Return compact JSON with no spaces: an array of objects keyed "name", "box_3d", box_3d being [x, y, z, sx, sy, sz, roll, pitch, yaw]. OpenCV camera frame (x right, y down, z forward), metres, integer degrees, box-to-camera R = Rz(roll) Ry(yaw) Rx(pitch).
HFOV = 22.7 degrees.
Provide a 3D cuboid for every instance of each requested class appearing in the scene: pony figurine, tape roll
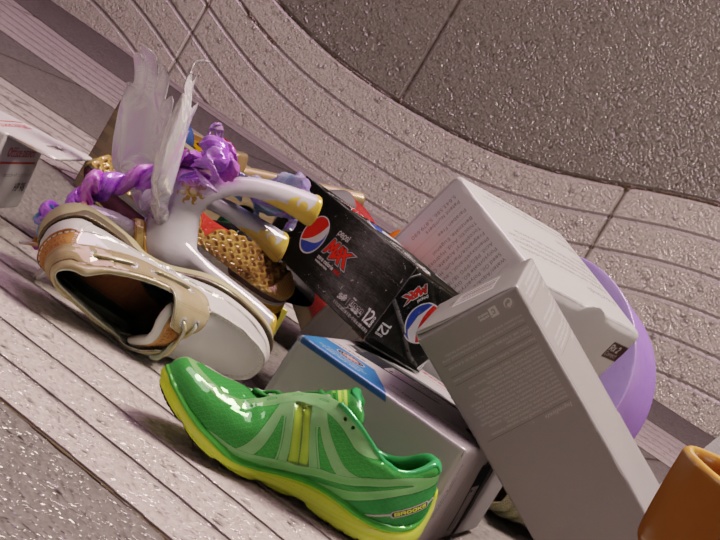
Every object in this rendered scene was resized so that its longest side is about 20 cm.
[{"name":"pony figurine","box_3d":[-0.135,-0.056,1.341,0.199,0.194,0.166,22,-1,-20]},{"name":"tape roll","box_3d":[0.163,0.088,1.628,0.200,0.200,0.085,35,-6,30]}]

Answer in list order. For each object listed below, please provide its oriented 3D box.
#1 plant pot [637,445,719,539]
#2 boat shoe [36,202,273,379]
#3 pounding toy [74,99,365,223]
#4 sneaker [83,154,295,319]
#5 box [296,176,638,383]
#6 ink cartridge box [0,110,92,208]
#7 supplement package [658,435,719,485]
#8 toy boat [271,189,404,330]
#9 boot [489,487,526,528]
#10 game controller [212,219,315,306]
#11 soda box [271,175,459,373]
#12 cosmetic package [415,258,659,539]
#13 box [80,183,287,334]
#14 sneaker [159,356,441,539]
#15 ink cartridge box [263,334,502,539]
[{"name":"plant pot","box_3d":[0.205,0.220,0.915,0.200,0.184,0.200,31,5,-3]},{"name":"boat shoe","box_3d":[-0.147,0.031,1.284,0.199,0.075,0.069,31,26,-25]},{"name":"pounding toy","box_3d":[-0.140,-0.080,1.810,0.200,0.143,0.184,36,8,37]},{"name":"sneaker","box_3d":[-0.154,-0.010,1.448,0.200,0.090,0.075,37,26,5]},{"name":"box","box_3d":[0.092,0.055,1.490,0.199,0.200,0.131,24,26,-56]},{"name":"ink cartridge box","box_3d":[-0.321,-0.102,1.393,0.199,0.067,0.116,27,6,4]},{"name":"supplement package","box_3d":[0.266,0.192,1.262,0.110,0.200,0.114,50,6,-4]},{"name":"toy boat","box_3d":[0.012,0.007,1.655,0.130,0.130,0.201,-4,69,-55]},{"name":"boot","box_3d":[0.172,0.193,1.518,0.154,0.072,0.200,28,7,-6]},{"name":"game controller","box_3d":[-0.119,-0.010,1.632,0.104,0.042,0.200,51,-21,-28]},{"name":"soda box","box_3d":[0.000,0.000,1.389,0.063,0.071,0.200,34,4,-36]},{"name":"cosmetic package","box_3d":[0.128,0.102,1.240,0.201,0.090,0.107,63,14,-3]},{"name":"box","box_3d":[-0.161,-0.002,1.525,0.199,0.050,0.075,29,6,-15]},{"name":"sneaker","box_3d":[-0.037,0.102,1.144,0.199,0.084,0.074,29,7,-12]},{"name":"ink cartridge box","box_3d":[0.023,0.120,1.290,0.144,0.084,0.200,34,6,16]}]
